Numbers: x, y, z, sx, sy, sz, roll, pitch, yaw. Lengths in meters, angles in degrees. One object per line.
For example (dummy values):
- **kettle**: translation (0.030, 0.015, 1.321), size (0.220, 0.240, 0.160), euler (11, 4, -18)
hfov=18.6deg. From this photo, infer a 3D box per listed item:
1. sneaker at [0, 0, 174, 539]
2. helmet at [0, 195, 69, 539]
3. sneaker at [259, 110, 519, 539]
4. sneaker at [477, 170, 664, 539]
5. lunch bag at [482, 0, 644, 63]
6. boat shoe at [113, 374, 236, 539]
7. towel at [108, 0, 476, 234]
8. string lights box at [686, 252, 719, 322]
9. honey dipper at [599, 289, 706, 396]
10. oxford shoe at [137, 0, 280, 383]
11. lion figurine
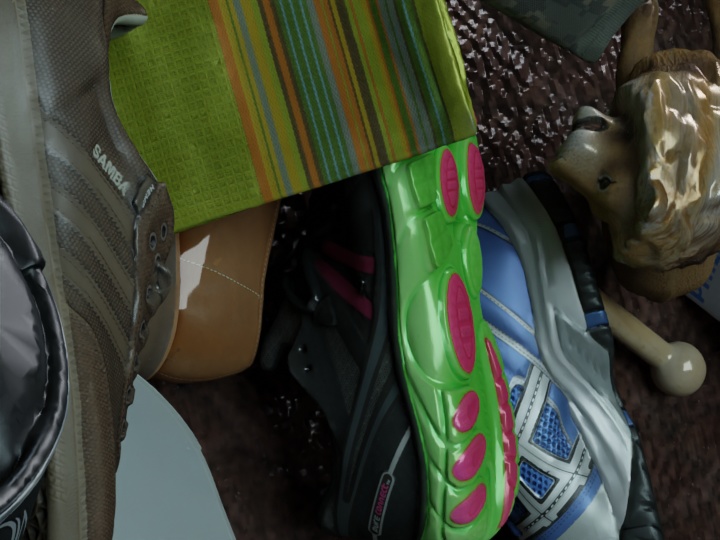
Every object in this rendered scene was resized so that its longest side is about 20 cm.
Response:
- **sneaker**: translation (-0.083, 0.004, 0.656), size (0.075, 0.070, 0.201), euler (-3, 85, -39)
- **helmet**: translation (-0.188, 0.056, 0.567), size (0.200, 0.191, 0.201), euler (30, 38, -27)
- **sneaker**: translation (0.000, 0.000, 0.754), size (0.077, 0.083, 0.201), euler (10, 73, -64)
- **sneaker**: translation (0.065, 0.067, 0.819), size (0.077, 0.076, 0.201), euler (-17, 95, 2)
- **lunch bag**: translation (0.038, -0.196, 0.776), size (0.164, 0.118, 0.200), euler (27, 37, -22)
- **boat shoe**: translation (-0.068, 0.114, 0.706), size (0.071, 0.064, 0.200), euler (-29, 82, -40)
- **towel**: translation (-0.067, -0.054, 0.706), size (0.199, 0.018, 0.086), euler (-18, 86, 5)
- **string lights box**: translation (0.238, 0.025, 0.881), size (0.103, 0.059, 0.200), euler (-31, 59, -35)
- **honey dipper**: translation (0.062, -0.007, 0.852), size (0.200, 0.038, 0.038), euler (38, 60, -25)
- **oxford shoe**: translation (-0.059, -0.059, 0.763), size (0.071, 0.071, 0.201), euler (6, 85, -38)
- **lion figurine**: translation (0.115, -0.033, 0.815), size (0.200, 0.072, 0.123), euler (61, 28, -66)
